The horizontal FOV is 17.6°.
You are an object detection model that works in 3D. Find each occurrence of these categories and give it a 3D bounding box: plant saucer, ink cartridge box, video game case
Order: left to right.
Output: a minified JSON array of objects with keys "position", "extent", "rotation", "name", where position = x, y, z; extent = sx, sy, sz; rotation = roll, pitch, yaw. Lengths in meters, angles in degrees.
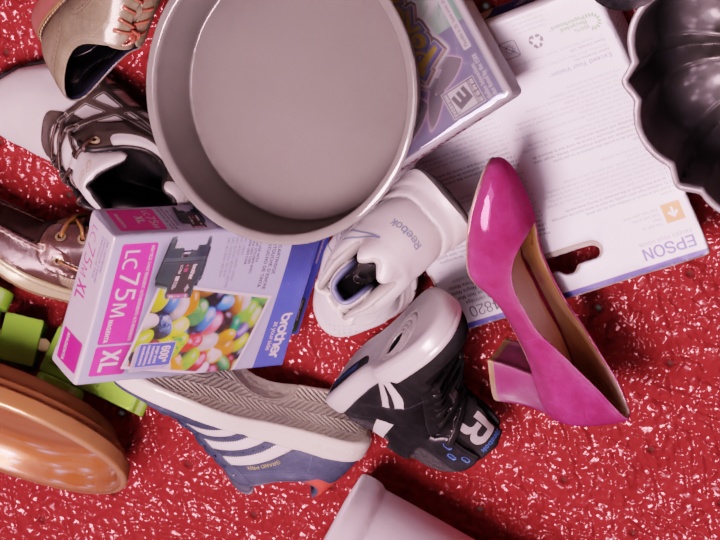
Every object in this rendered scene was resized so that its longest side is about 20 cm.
[{"position":[-0.259,0.107,1.695],"extent":[0.200,0.037,0.200],"rotation":[17,159,6],"name":"plant saucer"},{"position":[-0.102,0.013,1.579],"extent":[0.042,0.200,0.119],"rotation":[44,127,40],"name":"ink cartridge box"},{"position":[-0.015,-0.156,1.525],"extent":[0.182,0.023,0.200],"rotation":[-32,83,27],"name":"video game case"},{"position":[0.110,-0.077,1.546],"extent":[0.199,0.041,0.200],"rotation":[-18,108,26],"name":"ink cartridge box"}]

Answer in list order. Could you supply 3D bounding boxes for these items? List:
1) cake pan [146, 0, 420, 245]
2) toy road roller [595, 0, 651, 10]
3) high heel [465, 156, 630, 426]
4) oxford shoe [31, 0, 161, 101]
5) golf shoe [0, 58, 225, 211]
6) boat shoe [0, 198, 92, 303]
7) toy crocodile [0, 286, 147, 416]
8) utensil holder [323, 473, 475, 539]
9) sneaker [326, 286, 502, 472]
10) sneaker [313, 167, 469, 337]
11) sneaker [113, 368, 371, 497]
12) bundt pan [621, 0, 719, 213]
[{"position":[-0.046,-0.118,1.513],"extent":[0.200,0.037,0.200],"rotation":[4,98,27],"name":"cake pan"},{"position":[0.097,-0.245,1.404],"extent":[0.200,0.123,0.146],"rotation":[0,114,-7],"name":"toy road roller"},{"position":[0.125,0.017,1.518],"extent":[0.096,0.067,0.200],"rotation":[10,124,26],"name":"high heel"},{"position":[-0.148,-0.186,1.537],"extent":[0.200,0.070,0.075],"rotation":[-44,53,45],"name":"oxford shoe"},{"position":[-0.185,-0.089,1.599],"extent":[0.200,0.094,0.078],"rotation":[16,119,20],"name":"golf shoe"},{"position":[-0.195,-0.014,1.659],"extent":[0.200,0.072,0.072],"rotation":[30,112,-2],"name":"boat shoe"},{"position":[-0.243,0.054,1.709],"extent":[0.200,0.062,0.068],"rotation":[19,83,3],"name":"toy crocodile"},{"position":[0.049,0.263,1.652],"extent":[0.200,0.170,0.170],"rotation":[28,119,1],"name":"utensil holder"},{"position":[0.060,0.080,1.584],"extent":[0.112,0.073,0.200],"rotation":[35,158,-7],"name":"sneaker"},{"position":[0.000,0.000,1.561],"extent":[0.075,0.087,0.200],"rotation":[46,152,5],"name":"sneaker"},{"position":[-0.096,0.112,1.654],"extent":[0.200,0.075,0.085],"rotation":[22,126,-17],"name":"sneaker"},{"position":[0.268,-0.132,1.451],"extent":[0.202,0.076,0.202],"rotation":[7,116,14],"name":"bundt pan"}]
